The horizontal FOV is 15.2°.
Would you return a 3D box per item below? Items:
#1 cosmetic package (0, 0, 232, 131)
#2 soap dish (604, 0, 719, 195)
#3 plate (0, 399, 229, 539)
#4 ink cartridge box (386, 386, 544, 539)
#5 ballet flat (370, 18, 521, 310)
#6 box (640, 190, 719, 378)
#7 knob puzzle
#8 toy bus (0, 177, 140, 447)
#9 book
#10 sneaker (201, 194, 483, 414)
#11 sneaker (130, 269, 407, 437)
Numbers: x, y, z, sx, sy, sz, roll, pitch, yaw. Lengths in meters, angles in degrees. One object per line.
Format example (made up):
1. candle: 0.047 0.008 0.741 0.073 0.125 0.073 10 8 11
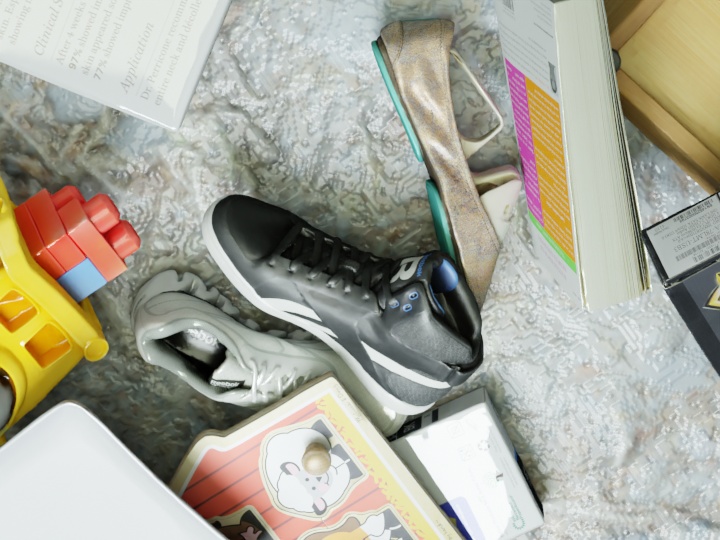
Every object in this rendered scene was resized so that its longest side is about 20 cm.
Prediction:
1. cosmetic package: -0.168 -0.213 1.675 0.199 0.166 0.168 23 105 -5
2. soap dish: 0.244 -0.133 1.727 0.200 0.081 0.157 41 103 -8
3. plate: -0.187 0.185 1.776 0.200 0.032 0.200 -34 114 28
4. ink cartridge box: 0.017 0.166 1.842 0.199 0.039 0.100 -24 104 7
5. ballet flat: 0.067 -0.071 1.760 0.067 0.068 0.201 -19 106 0
6. box: 0.296 -0.011 1.715 0.198 0.050 0.200 -26 148 9
7. knob puzzle: -0.051 0.186 1.800 0.218 0.031 0.221 -2 116 -3
8. toy bus: -0.247 -0.003 1.729 0.192 0.136 0.200 -36 132 6
9. book: 0.126 -0.091 1.706 0.048 0.134 0.201 -15 112 -12
10. sneaker: 0.000 0.000 1.753 0.200 0.073 0.112 39 139 -10
11. sneaker: -0.062 0.069 1.796 0.199 0.081 0.076 21 104 -5
